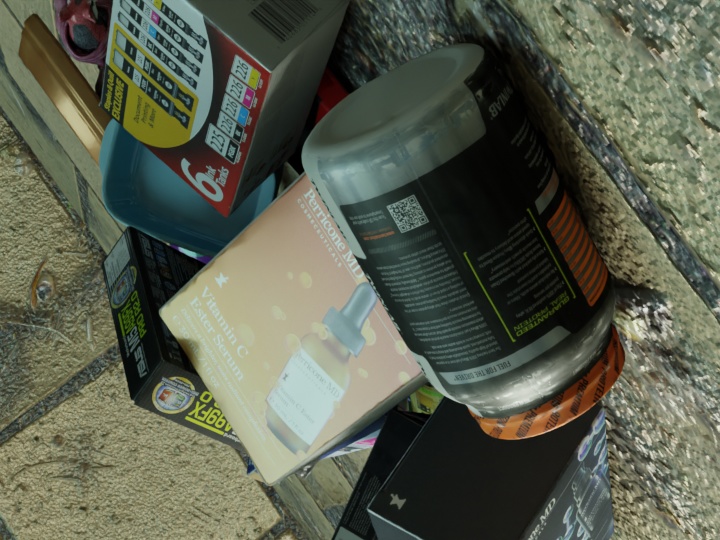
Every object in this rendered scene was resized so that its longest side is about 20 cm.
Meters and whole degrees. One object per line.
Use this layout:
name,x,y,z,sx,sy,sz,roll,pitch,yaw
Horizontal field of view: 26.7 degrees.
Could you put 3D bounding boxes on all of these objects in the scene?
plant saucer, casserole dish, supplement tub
plant saucer,-0.251,-0.142,1.383,0.201,0.037,0.200,54,175,6
casserole dish,-0.135,-0.081,1.247,0.199,0.122,0.039,19,-173,35
supplement tub,0.063,-0.013,0.845,0.201,0.122,0.122,60,166,-19

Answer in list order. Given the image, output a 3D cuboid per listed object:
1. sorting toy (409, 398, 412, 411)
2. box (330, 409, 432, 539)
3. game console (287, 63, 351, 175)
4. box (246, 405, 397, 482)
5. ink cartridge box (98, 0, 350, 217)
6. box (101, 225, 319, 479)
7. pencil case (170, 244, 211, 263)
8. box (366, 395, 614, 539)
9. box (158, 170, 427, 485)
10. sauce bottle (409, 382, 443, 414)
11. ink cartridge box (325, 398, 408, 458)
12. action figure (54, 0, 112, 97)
sorting toy,-0.002,0.076,1.419,0.199,0.069,0.201,36,158,53
box,0.044,0.180,1.148,0.036,0.144,0.200,25,-178,26
game console,-0.027,-0.104,1.161,0.177,0.031,0.200,47,167,6
box,-0.019,0.083,1.208,0.032,0.122,0.200,25,143,-28
ink cartridge box,-0.116,-0.160,1.041,0.175,0.084,0.200,40,152,8
box,-0.115,0.061,1.186,0.160,0.044,0.200,29,-161,-30
pencil case,-0.132,-0.037,1.395,0.085,0.092,0.202,-56,-35,-65
box,0.100,0.180,1.092,0.107,0.149,0.201,25,155,26
box,-0.018,0.028,1.047,0.200,0.106,0.153,-41,79,40
sauce bottle,0.072,0.099,1.233,0.065,0.065,0.200,48,167,25
ink cartridge box,-0.036,0.100,1.306,0.199,0.042,0.121,-22,66,50
action figure,-0.224,-0.205,1.317,0.133,0.150,0.200,34,-169,10
